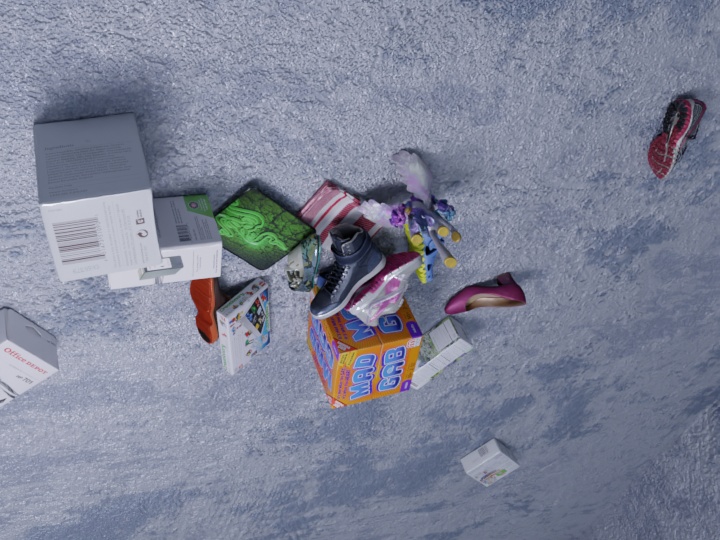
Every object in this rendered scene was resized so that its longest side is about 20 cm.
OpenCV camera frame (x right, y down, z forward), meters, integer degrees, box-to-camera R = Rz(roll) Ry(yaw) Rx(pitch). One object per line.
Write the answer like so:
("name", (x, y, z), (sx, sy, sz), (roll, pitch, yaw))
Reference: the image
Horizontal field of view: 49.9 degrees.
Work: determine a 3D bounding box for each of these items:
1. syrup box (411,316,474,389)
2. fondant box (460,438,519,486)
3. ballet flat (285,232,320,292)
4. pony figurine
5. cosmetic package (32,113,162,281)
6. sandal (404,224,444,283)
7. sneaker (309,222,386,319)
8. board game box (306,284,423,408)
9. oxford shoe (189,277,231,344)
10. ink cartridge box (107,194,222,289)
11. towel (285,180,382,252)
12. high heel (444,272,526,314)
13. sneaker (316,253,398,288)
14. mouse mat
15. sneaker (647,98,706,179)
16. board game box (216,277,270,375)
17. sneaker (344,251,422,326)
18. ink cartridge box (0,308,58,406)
("syrup box", (0.190, 0.218, 2.037), (0.199, 0.079, 0.081), (-39, 139, 16))
("fondant box", (0.453, 0.671, 2.695), (0.143, 0.059, 0.200), (-35, 139, 11))
("ballet flat", (-0.122, -0.010, 1.606), (0.073, 0.075, 0.201), (-12, 152, -15))
("pony figurine", (0.115, -0.116, 1.559), (0.192, 0.201, 0.167), (30, 112, -32))
("cosmetic package", (-0.420, -0.120, 1.240), (0.162, 0.201, 0.166), (-10, 139, -16))
("sandal", (0.151, -0.050, 1.725), (0.086, 0.080, 0.201), (-22, 142, -10))
("sneaker", (-0.051, -0.005, 1.601), (0.202, 0.077, 0.147), (-45, 140, -9))
("board game box", (0.003, 0.157, 1.771), (0.197, 0.201, 0.202), (-10, 138, -19))
("oxford shoe", (-0.308, 0.061, 1.623), (0.072, 0.071, 0.202), (-34, 147, -36))
("ink cartridge box", (-0.359, -0.055, 1.385), (0.197, 0.146, 0.085), (-7, 134, -21))
("towel", (-0.043, -0.098, 1.609), (0.199, 0.023, 0.144), (21, 123, -42))
("high heel", (0.311, 0.081, 1.936), (0.198, 0.097, 0.068), (-28, 141, 3))
("sneaker", (0.000, 0.000, 1.714), (0.197, 0.070, 0.079), (-2, 113, -17))
("mouse mat", (-0.203, -0.077, 1.539), (0.160, 0.008, 0.199), (-34, 138, 22))
("sneaker", (0.719, -0.293, 1.754), (0.074, 0.081, 0.202), (-10, 138, -21))
("board game box", (-0.251, 0.124, 1.687), (0.126, 0.034, 0.202), (-41, 151, -35))
("sneaker", (0.060, 0.040, 1.664), (0.199, 0.081, 0.089), (-40, 114, -1))
("ink cartridge box", (-0.716, 0.183, 1.510), (0.198, 0.087, 0.147), (-30, 141, 8))
